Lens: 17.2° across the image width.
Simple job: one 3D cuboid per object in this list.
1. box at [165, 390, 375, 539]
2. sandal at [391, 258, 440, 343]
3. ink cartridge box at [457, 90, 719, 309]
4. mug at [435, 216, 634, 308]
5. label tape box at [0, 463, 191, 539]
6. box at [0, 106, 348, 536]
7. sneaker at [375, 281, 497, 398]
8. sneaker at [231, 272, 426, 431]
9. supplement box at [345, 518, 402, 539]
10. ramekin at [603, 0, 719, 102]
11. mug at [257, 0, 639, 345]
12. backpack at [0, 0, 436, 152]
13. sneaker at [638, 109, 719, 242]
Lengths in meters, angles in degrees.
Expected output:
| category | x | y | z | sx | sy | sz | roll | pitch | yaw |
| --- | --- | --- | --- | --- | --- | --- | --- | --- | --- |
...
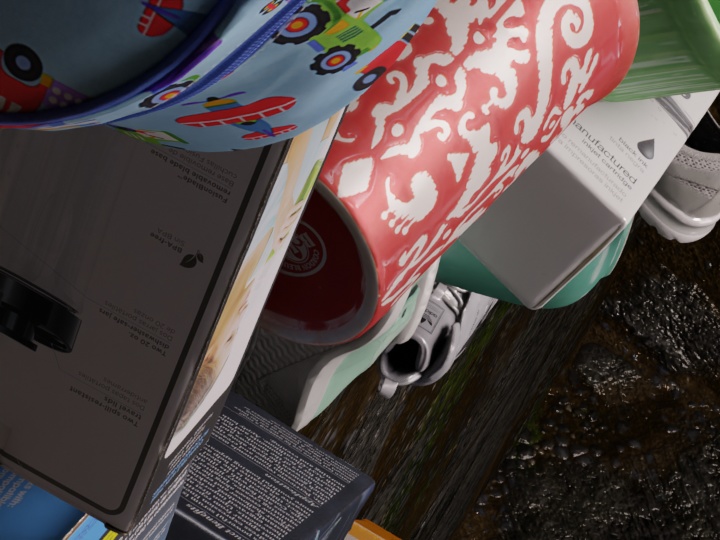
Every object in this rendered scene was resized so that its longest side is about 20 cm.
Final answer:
| category | x | y | z | sx | sy | sz | roll | pitch | yaw |
| --- | --- | --- | --- | --- | --- | --- | --- | --- | --- |
| box | -0.092 | 0.160 | 1.202 | 0.149 | 0.107 | 0.200 | -62 | 170 | 14 |
| sandal | 0.034 | -0.055 | 1.429 | 0.083 | 0.050 | 0.204 | -78 | -177 | -67 |
| ink cartridge box | 0.099 | -0.094 | 1.291 | 0.084 | 0.146 | 0.200 | -46 | -178 | 37 |
| mug | 0.116 | -0.060 | 1.531 | 0.185 | 0.114 | 0.153 | -79 | -175 | -65 |
| label tape box | -0.131 | 0.117 | 0.982 | 0.144 | 0.063 | 0.200 | -50 | 166 | -47 |
| box | -0.072 | -0.039 | 0.659 | 0.060 | 0.116 | 0.201 | -50 | 166 | -58 |
| sneaker | 0.069 | 0.005 | 1.704 | 0.200 | 0.075 | 0.115 | -61 | 175 | 24 |
| sneaker | 0.000 | 0.000 | 1.298 | 0.118 | 0.074 | 0.201 | -45 | 173 | -38 |
| supplement box | -0.025 | 0.336 | 2.244 | 0.201 | 0.073 | 0.126 | -60 | 171 | -2 |
| ramekin | 0.150 | -0.181 | 1.212 | 0.200 | 0.097 | 0.201 | 26 | 59 | -55 |
| mug | 0.012 | -0.056 | 1.032 | 0.200 | 0.133 | 0.178 | -49 | 164 | -38 |
| backpack | -0.048 | -0.113 | 0.392 | 0.200 | 0.183 | 0.134 | -52 | 168 | 32 |
| sneaker | 0.160 | -0.115 | 1.424 | 0.075 | 0.200 | 0.082 | -41 | 176 | -47 |
